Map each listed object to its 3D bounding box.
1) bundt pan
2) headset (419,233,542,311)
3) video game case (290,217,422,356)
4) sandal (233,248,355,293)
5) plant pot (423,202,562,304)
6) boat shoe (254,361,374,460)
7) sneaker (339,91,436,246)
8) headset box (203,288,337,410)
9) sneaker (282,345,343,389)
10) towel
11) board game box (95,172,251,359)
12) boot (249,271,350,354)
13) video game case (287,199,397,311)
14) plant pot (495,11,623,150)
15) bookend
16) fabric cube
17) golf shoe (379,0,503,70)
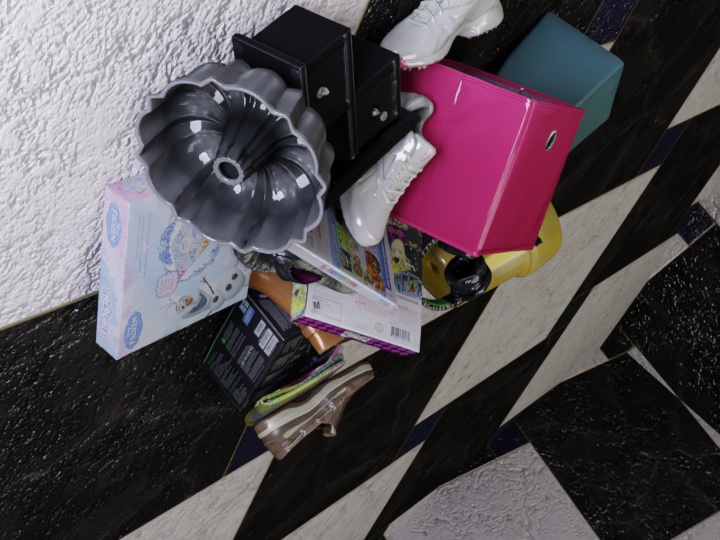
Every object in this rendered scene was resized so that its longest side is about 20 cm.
[{"bbox_3d":[-0.114,-0.117,1.043,0.203,0.200,0.076,110,5,-46],"label":"bundt pan"},{"bbox_3d":[0.156,-0.016,1.520,0.199,0.094,0.125,-27,124,-23],"label":"headset"},{"bbox_3d":[0.000,0.000,1.395,0.199,0.184,0.036,19,154,-38],"label":"video game case"},{"bbox_3d":[-0.057,-0.014,1.264,0.199,0.048,0.076,15,113,-40],"label":"sandal"},{"bbox_3d":[0.176,-0.051,1.665,0.188,0.201,0.201,-37,157,-18],"label":"plant pot"},{"bbox_3d":[-0.057,0.211,1.594,0.201,0.075,0.075,-30,174,-19],"label":"boat shoe"},{"bbox_3d":[0.037,-0.125,1.269,0.078,0.098,0.203,30,68,-57],"label":"sneaker"},{"bbox_3d":[-0.096,0.079,1.517,0.199,0.093,0.175,-26,158,-43],"label":"headset box"},{"bbox_3d":[-0.071,0.137,1.714,0.088,0.081,0.201,-24,150,-43],"label":"sneaker"},{"bbox_3d":[-0.097,0.173,1.553,0.143,0.023,0.200,-29,173,-17],"label":"towel"},{"bbox_3d":[-0.195,-0.026,1.182,0.198,0.043,0.202,-27,140,-45],"label":"board game box"},{"bbox_3d":[-0.088,0.038,1.376,0.076,0.157,0.199,-30,170,37],"label":"boot"},{"bbox_3d":[-0.033,-0.051,1.258,0.018,0.144,0.199,-32,136,28],"label":"video game case"},{"bbox_3d":[0.261,-0.241,1.588,0.200,0.141,0.142,-44,160,-19],"label":"plant pot"},{"bbox_3d":[-0.028,-0.198,1.145,0.200,0.092,0.200,-45,149,-32],"label":"bookend"},{"bbox_3d":[0.142,-0.150,1.392,0.196,0.199,0.202,-6,118,-60],"label":"fabric cube"},{"bbox_3d":[0.093,-0.307,1.278,0.199,0.075,0.092,-37,142,-32],"label":"golf shoe"}]
